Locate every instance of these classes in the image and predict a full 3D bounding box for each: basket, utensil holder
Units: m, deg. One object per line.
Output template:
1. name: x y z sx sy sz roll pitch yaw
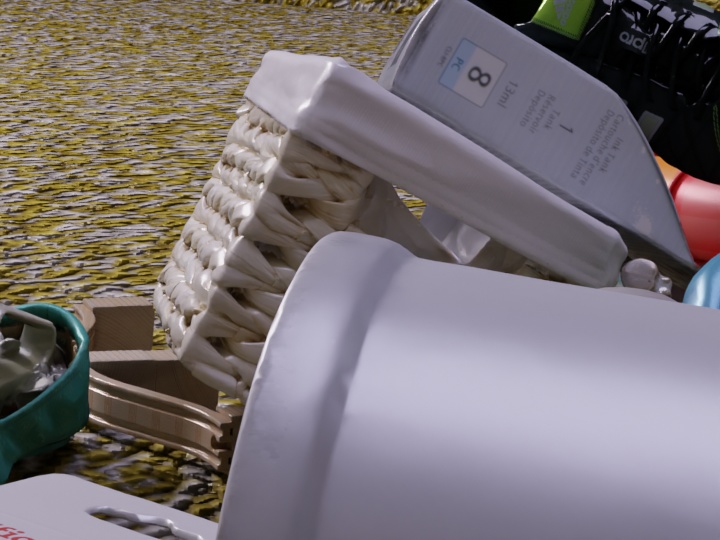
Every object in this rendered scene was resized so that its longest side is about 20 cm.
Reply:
1. basket: 0.000 0.000 0.897 0.135 0.124 0.200 30 1 -10
2. utensil holder: 0.076 0.090 0.530 0.199 0.171 0.170 9 12 11

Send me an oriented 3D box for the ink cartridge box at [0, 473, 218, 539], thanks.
1. ink cartridge box: -0.112 0.111 0.587 0.116 0.068 0.200 14 15 37

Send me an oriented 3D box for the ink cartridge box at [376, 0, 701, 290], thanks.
1. ink cartridge box: 0.102 -0.039 0.918 0.200 0.047 0.160 29 1 -3

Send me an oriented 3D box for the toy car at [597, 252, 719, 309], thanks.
1. toy car: 0.148 0.049 0.701 0.175 0.150 0.200 28 5 -16

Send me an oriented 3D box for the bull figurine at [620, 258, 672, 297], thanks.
1. bull figurine: 0.138 0.059 0.871 0.199 0.065 0.122 14 -25 13

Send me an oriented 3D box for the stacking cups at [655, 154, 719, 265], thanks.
1. stacking cups: 0.114 -0.034 1.068 0.060 0.061 0.200 -2 7 -32

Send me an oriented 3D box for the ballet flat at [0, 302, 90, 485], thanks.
1. ballet flat: -0.154 0.049 0.868 0.067 0.071 0.200 8 12 12

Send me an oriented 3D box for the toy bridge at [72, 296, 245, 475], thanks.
1. toy bridge: -0.094 0.048 1.004 0.067 0.027 0.200 -2 14 -26

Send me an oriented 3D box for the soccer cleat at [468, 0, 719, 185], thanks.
1. soccer cleat: 0.112 -0.086 0.933 0.081 0.068 0.200 25 3 -44

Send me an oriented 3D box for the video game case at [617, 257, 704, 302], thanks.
1. video game case: 0.113 -0.010 1.130 0.200 0.022 0.182 -32 21 -30
